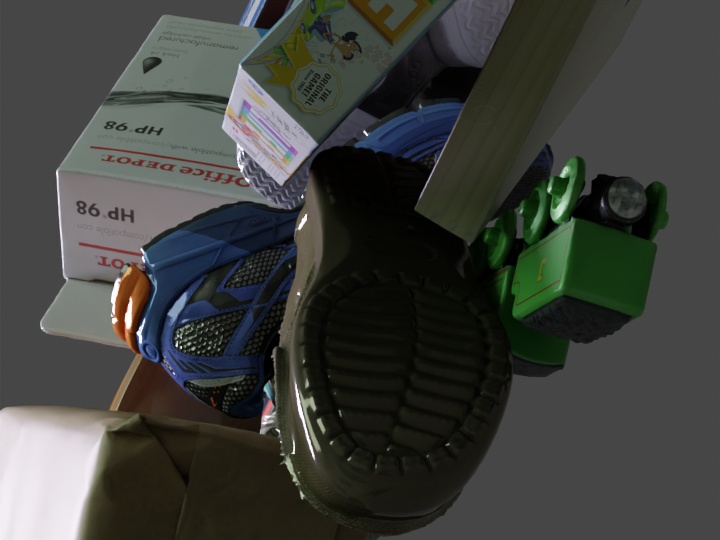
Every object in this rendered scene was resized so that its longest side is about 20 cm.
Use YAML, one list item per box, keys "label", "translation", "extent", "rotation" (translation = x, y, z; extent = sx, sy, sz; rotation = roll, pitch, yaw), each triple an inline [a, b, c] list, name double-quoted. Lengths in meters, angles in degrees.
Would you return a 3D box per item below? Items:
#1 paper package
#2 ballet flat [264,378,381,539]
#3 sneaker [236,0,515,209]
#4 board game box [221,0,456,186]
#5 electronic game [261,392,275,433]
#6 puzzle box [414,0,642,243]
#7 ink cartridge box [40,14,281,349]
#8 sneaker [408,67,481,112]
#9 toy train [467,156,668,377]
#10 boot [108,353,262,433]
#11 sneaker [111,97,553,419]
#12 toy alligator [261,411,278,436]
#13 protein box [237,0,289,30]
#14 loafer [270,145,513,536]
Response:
- label: "paper package"
  translation: [-0.086, 0.149, 0.783]
  extent: [0.200, 0.103, 0.193]
  rotation: [176, 106, -70]
- label: "ballet flat"
  translation: [0.000, 0.060, 0.910]
  extent: [0.075, 0.074, 0.200]
  rotation: [-63, 12, 9]
- label: "sneaker"
  translation: [0.021, -0.121, 0.913]
  extent: [0.200, 0.075, 0.114]
  rotation: [-43, 24, 28]
- label: "board game box"
  translation: [0.012, -0.094, 0.720]
  extent: [0.135, 0.034, 0.200]
  rotation: [-47, 3, -4]
- label: "electronic game"
  translation: [-0.053, 0.071, 1.288]
  extent: [0.201, 0.041, 0.200]
  rotation: [-62, 7, 14]
- label: "puzzle box"
  translation: [0.086, -0.106, 0.770]
  extent: [0.134, 0.025, 0.200]
  rotation: [-65, -8, 33]
- label: "ink cartridge box"
  translation: [-0.073, -0.044, 1.042]
  extent: [0.201, 0.115, 0.067]
  rotation: [-67, -17, -53]
- label: "sneaker"
  translation: [0.034, -0.059, 1.016]
  extent: [0.200, 0.075, 0.091]
  rotation: [134, 157, -71]
- label: "toy train"
  translation: [0.057, 0.011, 0.751]
  extent: [0.200, 0.041, 0.057]
  rotation: [138, 146, -71]
- label: "boot"
  translation: [-0.110, 0.108, 0.961]
  extent: [0.144, 0.070, 0.203]
  rotation: [-5, 71, 67]
- label: "sneaker"
  translation: [0.000, 0.000, 0.863]
  extent: [0.199, 0.079, 0.076]
  rotation: [-29, -27, -20]
- label: "toy alligator"
  translation: [-0.006, 0.032, 1.024]
  extent: [0.055, 0.059, 0.200]
  rotation: [-65, 7, -28]
- label: "protein box"
  translation: [0.006, -0.143, 1.229]
  extent: [0.201, 0.134, 0.199]
  rotation: [-62, 8, 14]
- label: "loafer"
  translation: [0.008, 0.030, 0.725]
  extent: [0.201, 0.075, 0.068]
  rotation: [-86, 8, -59]
